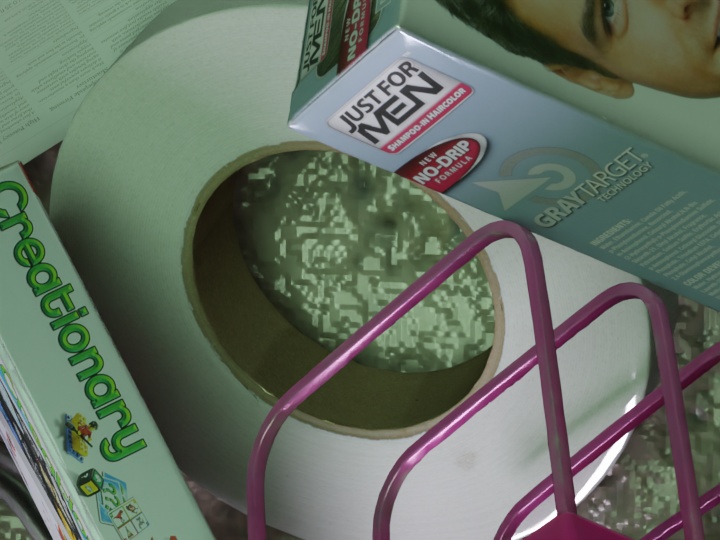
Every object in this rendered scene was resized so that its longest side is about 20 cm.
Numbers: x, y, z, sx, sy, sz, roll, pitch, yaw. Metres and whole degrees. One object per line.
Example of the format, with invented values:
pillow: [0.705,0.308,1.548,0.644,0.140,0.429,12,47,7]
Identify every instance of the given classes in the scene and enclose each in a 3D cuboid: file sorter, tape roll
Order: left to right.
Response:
tape roll: [0.000,0.000,0.922,0.202,0.037,0.203,11,125,17]
file sorter: [0.083,0.092,0.843,0.139,0.200,0.126,-40,39,36]

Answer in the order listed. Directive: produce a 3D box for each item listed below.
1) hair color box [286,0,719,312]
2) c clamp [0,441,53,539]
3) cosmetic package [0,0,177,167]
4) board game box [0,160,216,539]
hair color box: [0.084,-0.056,0.821,0.061,0.200,0.099,-37,38,50]
c clamp: [-0.176,0.121,1.033,0.200,0.027,0.171,-32,84,17]
cosmetic package: [-0.085,-0.099,0.936,0.200,0.083,0.051,-32,51,1]
board game box: [-0.073,0.077,0.907,0.035,0.126,0.200,-25,76,-12]
